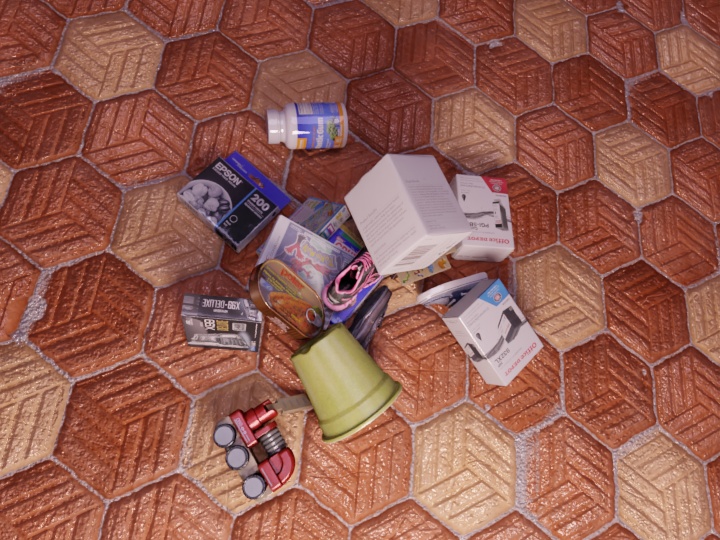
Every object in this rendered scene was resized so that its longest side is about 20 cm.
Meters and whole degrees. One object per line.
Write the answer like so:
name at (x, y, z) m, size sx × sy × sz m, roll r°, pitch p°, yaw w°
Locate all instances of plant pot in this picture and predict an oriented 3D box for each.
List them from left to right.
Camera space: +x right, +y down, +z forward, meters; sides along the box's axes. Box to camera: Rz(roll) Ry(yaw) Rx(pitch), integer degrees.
plant pot at (-0.045, 0.218, 1.225) m, size 0.199 × 0.200 × 0.185 m, roll -35°, pitch 92°, yaw -21°

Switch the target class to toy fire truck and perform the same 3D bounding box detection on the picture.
toy fire truck at (-0.177, 0.346, 1.225) m, size 0.199 × 0.129 × 0.177 m, roll -32°, pitch 79°, yaw -11°

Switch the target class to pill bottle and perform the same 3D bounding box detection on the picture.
pill bottle at (-0.137, -0.363, 1.491) m, size 0.197 × 0.112 × 0.114 m, roll -6°, pitch 71°, yaw -14°

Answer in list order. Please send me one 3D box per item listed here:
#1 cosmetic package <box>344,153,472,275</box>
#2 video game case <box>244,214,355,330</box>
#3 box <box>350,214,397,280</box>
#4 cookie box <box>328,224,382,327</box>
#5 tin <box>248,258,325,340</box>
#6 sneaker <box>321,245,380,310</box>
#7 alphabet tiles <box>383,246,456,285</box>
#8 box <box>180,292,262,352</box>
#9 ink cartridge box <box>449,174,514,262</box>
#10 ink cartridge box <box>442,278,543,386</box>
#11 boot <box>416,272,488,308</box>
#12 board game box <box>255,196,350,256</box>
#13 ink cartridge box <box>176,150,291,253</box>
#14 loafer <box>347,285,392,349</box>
cosmetic package at (0.100, -0.122, 1.280) m, size 0.164 × 0.165 × 0.202 m, roll -8°, pitch 68°, yaw -44°
video game case at (-0.127, 0.005, 1.290) m, size 0.198 × 0.023 × 0.184 m, roll 28°, pitch 72°, yaw -19°
box at (0.063, -0.090, 1.437) m, size 0.074 × 0.100 × 0.202 m, roll -26°, pitch 77°, yaw -20°
cookie box at (-0.056, 0.016, 1.385) m, size 0.171 × 0.075 × 0.200 m, roll 40°, pitch 67°, yaw 5°
tin at (-0.147, 0.060, 1.198) m, size 0.200 × 0.041 × 0.113 m, roll 45°, pitch 46°, yaw -34°
sneaker at (0.000, 0.000, 1.279) m, size 0.079 × 0.096 × 0.200 m, roll 39°, pitch 65°, yaw 6°
alphabet tiles at (0.122, -0.060, 1.382) m, size 0.198 × 0.006 × 0.168 m, roll -19°, pitch 74°, yaw -19°
box at (-0.284, 0.112, 1.233) m, size 0.155 × 0.200 × 0.050 m, roll 6°, pitch 64°, yaw -10°
ink cartridge box at (0.304, -0.134, 1.514) m, size 0.144 × 0.083 × 0.203 m, roll 3°, pitch 69°, yaw -12°
ink cartridge box at (0.309, 0.143, 1.377) m, size 0.145 × 0.084 × 0.201 m, roll -39°, pitch 100°, yaw -20°
boot at (0.235, 0.072, 1.428) m, size 0.197 × 0.073 × 0.092 m, roll -16°, pitch 79°, yaw -18°
board game box at (-0.134, -0.087, 1.386) m, size 0.134 × 0.034 × 0.200 m, roll 19°, pitch 59°, yaw 43°
ink cartridge box at (-0.299, -0.178, 1.425) m, size 0.198 × 0.043 × 0.200 m, roll 40°, pitch 66°, yaw 5°
loafer at (0.017, 0.128, 1.372) m, size 0.063 × 0.072 × 0.201 m, roll 42°, pitch 72°, yaw -15°
